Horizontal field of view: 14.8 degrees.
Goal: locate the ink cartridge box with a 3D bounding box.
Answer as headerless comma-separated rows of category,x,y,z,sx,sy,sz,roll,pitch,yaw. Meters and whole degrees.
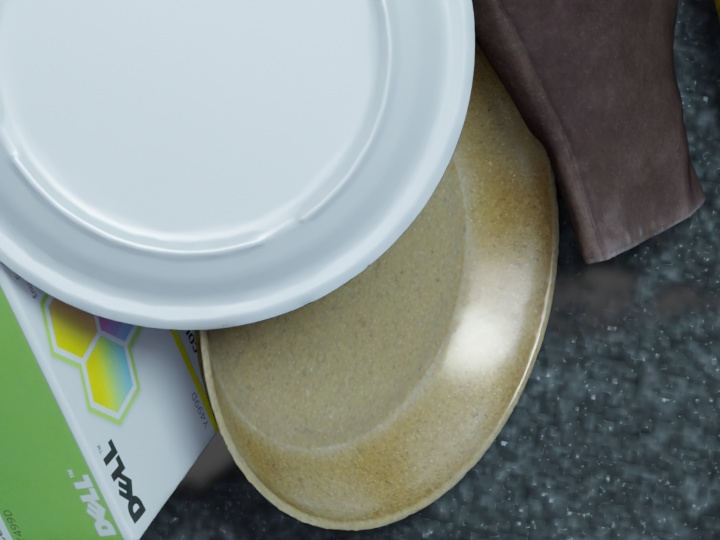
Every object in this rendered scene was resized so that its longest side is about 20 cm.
ink cartridge box,-0.139,0.047,1.020,0.076,0.200,0.148,-9,117,29

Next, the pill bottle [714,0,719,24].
pill bottle,0.201,-0.098,1.106,0.112,0.112,0.200,-13,85,-2

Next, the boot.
boot,0.076,-0.084,1.059,0.072,0.200,0.167,-12,95,30

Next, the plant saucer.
plant saucer,0.000,0.000,1.082,0.035,0.200,0.201,12,83,42

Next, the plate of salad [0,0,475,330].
plate of salad,-0.060,-0.079,0.969,0.200,0.048,0.201,0,102,-2
